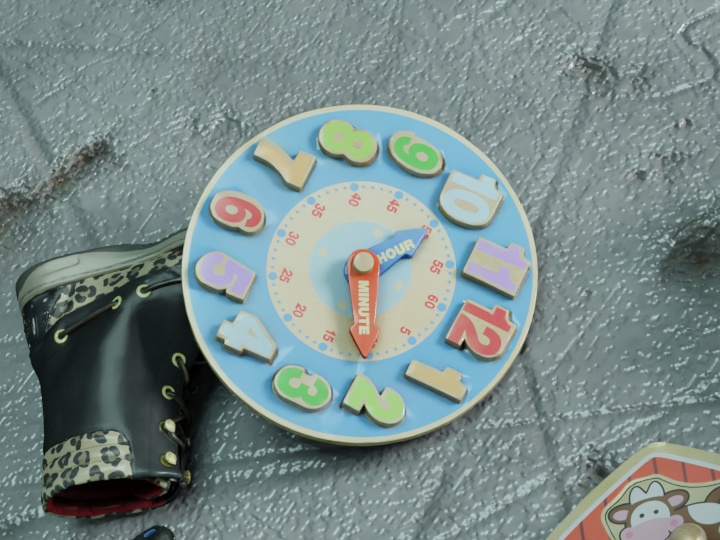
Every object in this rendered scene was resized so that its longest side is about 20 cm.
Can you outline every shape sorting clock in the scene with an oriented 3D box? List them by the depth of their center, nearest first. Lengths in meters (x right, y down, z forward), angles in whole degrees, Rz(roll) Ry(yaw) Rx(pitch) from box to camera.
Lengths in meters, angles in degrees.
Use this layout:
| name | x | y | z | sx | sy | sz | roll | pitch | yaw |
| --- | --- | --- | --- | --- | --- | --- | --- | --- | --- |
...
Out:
| name | x | y | z | sx | sy | sz | roll | pitch | yaw |
| --- | --- | --- | --- | --- | --- | --- | --- | --- | --- |
| shape sorting clock | 0.000 | 0.000 | 1.616 | 0.200 | 0.039 | 0.200 | 2 | 72 | -5 |

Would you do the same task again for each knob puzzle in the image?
| name | x | y | z | sx | sy | sz | roll | pitch | yaw |
| --- | --- | --- | --- | --- | --- | --- | --- | --- | --- |
| knob puzzle | 0.159 | 0.167 | 1.463 | 0.219 | 0.030 | 0.220 | -14 | 51 | 17 |

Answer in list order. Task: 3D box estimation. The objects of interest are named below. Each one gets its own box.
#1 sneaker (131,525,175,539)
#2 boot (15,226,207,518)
| name | x | y | z | sx | sy | sz | roll | pitch | yaw |
| --- | --- | --- | --- | --- | --- | --- | --- | --- | --- |
| sneaker | -0.156 | 0.176 | 1.590 | 0.200 | 0.073 | 0.112 | 27 | 67 | 29 |
| boot | -0.096 | 0.055 | 1.652 | 0.203 | 0.074 | 0.154 | -11 | 60 | 9 |
